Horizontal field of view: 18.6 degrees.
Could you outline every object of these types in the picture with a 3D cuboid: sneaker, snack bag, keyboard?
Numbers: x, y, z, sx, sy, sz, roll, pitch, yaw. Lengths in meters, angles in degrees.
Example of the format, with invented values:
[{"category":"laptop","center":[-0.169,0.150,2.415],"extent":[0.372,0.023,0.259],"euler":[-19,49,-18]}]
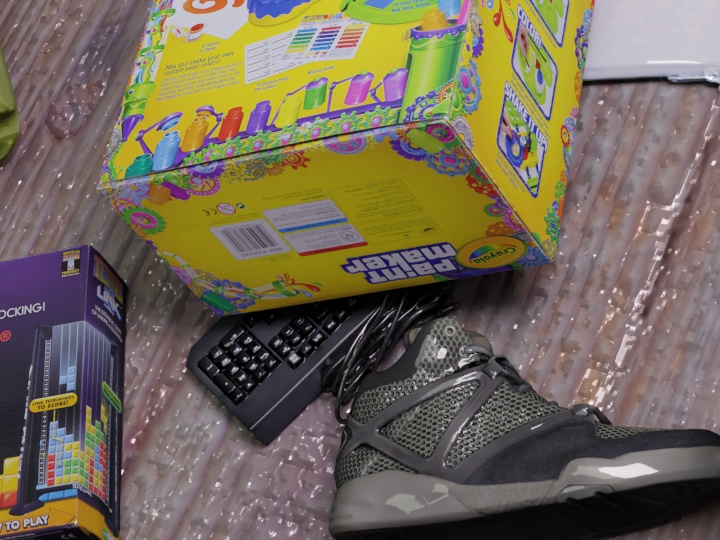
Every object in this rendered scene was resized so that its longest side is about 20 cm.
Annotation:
[{"category":"sneaker","center":[0.080,0.071,1.053],"extent":[0.199,0.076,0.115],"euler":[-8,67,24]},{"category":"snack bag","center":[0.125,-0.186,1.210],"extent":[0.188,0.021,0.201],"euler":[0,63,21]},{"category":"keyboard","center":[0.000,0.000,1.148],"extent":[0.200,0.040,0.104],"euler":[-46,55,-5]}]

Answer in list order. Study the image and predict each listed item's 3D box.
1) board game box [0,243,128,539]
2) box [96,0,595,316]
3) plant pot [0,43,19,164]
[{"category":"board game box","center":[-0.227,0.085,1.183],"extent":[0.199,0.057,0.166],"euler":[-12,60,16]},{"category":"box","center":[-0.002,-0.099,1.119],"extent":[0.199,0.122,0.193],"euler":[-9,52,30]},{"category":"plant pot","center":[-0.286,-0.137,1.269],"extent":[0.200,0.200,0.190],"euler":[-29,69,5]}]
